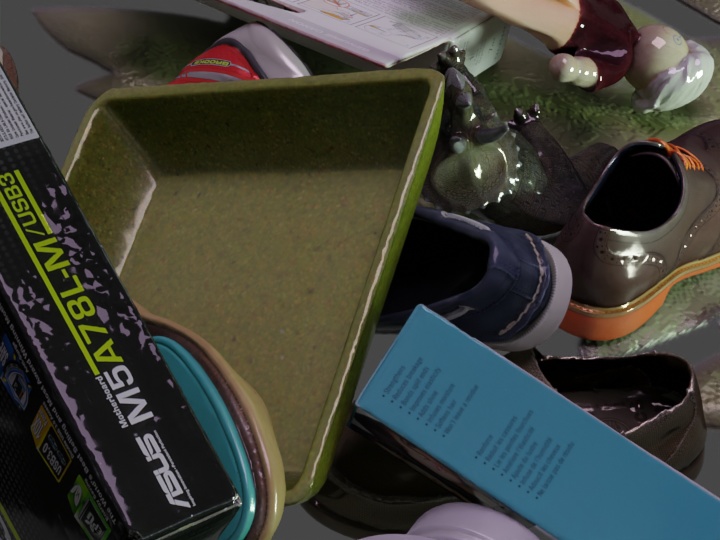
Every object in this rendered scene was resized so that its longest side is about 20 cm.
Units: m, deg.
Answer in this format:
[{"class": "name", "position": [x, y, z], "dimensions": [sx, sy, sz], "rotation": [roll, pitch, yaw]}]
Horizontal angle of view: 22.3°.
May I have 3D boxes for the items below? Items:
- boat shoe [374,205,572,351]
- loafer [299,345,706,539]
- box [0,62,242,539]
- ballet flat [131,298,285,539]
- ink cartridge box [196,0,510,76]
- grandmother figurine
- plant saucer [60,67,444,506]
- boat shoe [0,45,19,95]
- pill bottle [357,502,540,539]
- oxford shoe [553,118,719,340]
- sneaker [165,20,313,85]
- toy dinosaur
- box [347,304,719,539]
[{"class": "boat shoe", "position": [0.000, 0.000, 0.833], "dimensions": [0.200, 0.075, 0.062], "rotation": [11, -11, 42]}, {"class": "loafer", "position": [0.064, 0.068, 0.813], "dimensions": [0.199, 0.068, 0.076], "rotation": [-8, 42, -20]}, {"class": "box", "position": [-0.131, 0.044, 0.660], "dimensions": [0.047, 0.193, 0.200], "rotation": [-19, 70, -33]}, {"class": "ballet flat", "position": [-0.077, 0.044, 0.695], "dimensions": [0.063, 0.069, 0.200], "rotation": [11, 19, -47]}, {"class": "ink cartridge box", "position": [-0.035, -0.154, 1.059], "dimensions": [0.199, 0.045, 0.176], "rotation": [25, 29, 19]}, {"class": "grandmother figurine", "position": [0.118, -0.145, 1.047], "dimensions": [0.199, 0.061, 0.122], "rotation": [23, 46, -21]}, {"class": "plant saucer", "position": [-0.063, 0.012, 0.786], "dimensions": [0.199, 0.048, 0.200], "rotation": [1, 60, 34]}, {"class": "boat shoe", "position": [-0.207, -0.048, 0.893], "dimensions": [0.075, 0.075, 0.203], "rotation": [6, 38, -17]}, {"class": "pill bottle", "position": [0.004, 0.169, 0.644], "dimensions": [0.110, 0.111, 0.200], "rotation": [23, 42, 17]}, {"class": "oxford shoe", "position": [0.166, -0.039, 0.960], "dimensions": [0.071, 0.073, 0.200], "rotation": [26, 42, 21]}, {"class": "sneaker", "position": [-0.036, -0.047, 0.950], "dimensions": [0.085, 0.077, 0.200], "rotation": [-34, 51, -15]}, {"class": "toy dinosaur", "position": [0.075, -0.053, 0.955], "dimensions": [0.200, 0.077, 0.102], "rotation": [28, 30, -47]}, {"class": "box", "position": [0.091, 0.093, 0.729], "dimensions": [0.200, 0.082, 0.049], "rotation": [33, 80, 4]}]
